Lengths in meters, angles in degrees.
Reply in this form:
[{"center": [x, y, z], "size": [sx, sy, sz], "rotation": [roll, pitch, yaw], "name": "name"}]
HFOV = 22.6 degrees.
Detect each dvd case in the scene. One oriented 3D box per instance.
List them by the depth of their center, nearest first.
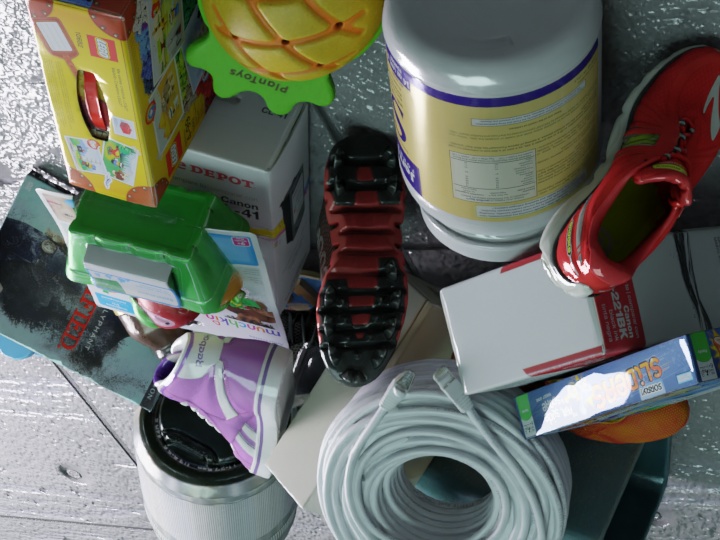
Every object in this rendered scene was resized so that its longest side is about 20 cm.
[{"center": [-0.246, 0.020, 1.644], "size": [0.199, 0.147, 0.022], "rotation": [28, -173, -8], "name": "dvd case"}]

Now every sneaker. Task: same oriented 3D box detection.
[{"center": [0.200, -0.063, 1.190], "size": [0.077, 0.201, 0.085], "rotation": [36, 166, -15], "name": "sneaker"}, {"center": [0.000, 0.000, 1.420], "size": [0.070, 0.202, 0.098], "rotation": [2, 160, -3], "name": "sneaker"}, {"center": [0.167, 0.102, 1.430], "size": [0.198, 0.077, 0.074], "rotation": [12, 103, -7], "name": "sneaker"}, {"center": [-0.115, 0.105, 1.518], "size": [0.113, 0.073, 0.201], "rotation": [12, 149, 5], "name": "sneaker"}, {"center": [-0.063, 0.059, 1.562], "size": [0.114, 0.077, 0.199], "rotation": [34, 144, -28], "name": "sneaker"}]

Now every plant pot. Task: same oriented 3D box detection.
[{"center": [0.147, 0.180, 1.570], "size": [0.198, 0.197, 0.197], "rotation": [17, 146, 19], "name": "plant pot"}]

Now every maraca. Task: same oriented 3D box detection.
[{"center": [-0.052, -0.181, 1.260], "size": [0.136, 0.108, 0.200], "rotation": [19, 141, -8], "name": "maraca"}]

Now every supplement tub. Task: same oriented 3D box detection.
[{"center": [0.093, -0.116, 1.232], "size": [0.144, 0.146, 0.201], "rotation": [12, 144, 16], "name": "supplement tub"}]

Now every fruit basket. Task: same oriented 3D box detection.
[{"center": [-0.156, 0.008, 1.448], "size": [0.184, 0.094, 0.201], "rotation": [14, 148, 13], "name": "fruit basket"}]

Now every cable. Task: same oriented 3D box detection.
[{"center": [0.064, 0.165, 1.399], "size": [0.200, 0.069, 0.200], "rotation": [42, 122, -12], "name": "cable"}]

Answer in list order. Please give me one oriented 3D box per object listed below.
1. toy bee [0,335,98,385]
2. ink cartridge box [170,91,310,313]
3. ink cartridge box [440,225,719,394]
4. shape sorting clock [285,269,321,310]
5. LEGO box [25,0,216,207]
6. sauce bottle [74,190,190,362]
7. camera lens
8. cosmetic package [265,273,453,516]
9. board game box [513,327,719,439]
[{"center": [-0.300, 0.033, 1.723], "size": [0.198, 0.110, 0.131], "rotation": [13, -176, -4], "name": "toy bee"}, {"center": [-0.121, -0.066, 1.485], "size": [0.146, 0.086, 0.201], "rotation": [16, 147, 12], "name": "ink cartridge box"}, {"center": [0.182, 0.027, 1.330], "size": [0.199, 0.085, 0.144], "rotation": [-7, 170, -43], "name": "ink cartridge box"}, {"center": [-0.037, 0.061, 1.646], "size": [0.198, 0.039, 0.201], "rotation": [16, 145, 12], "name": "shape sorting clock"}, {"center": [-0.164, -0.171, 1.308], "size": [0.076, 0.150, 0.201], "rotation": [15, 146, 13], "name": "LEGO box"}, {"center": [-0.195, 0.016, 1.604], "size": [0.064, 0.065, 0.201], "rotation": [-16, 109, 44], "name": "sauce bottle"}, {"center": [-0.139, 0.191, 1.775], "size": [0.159, 0.161, 0.201], "rotation": [16, 145, 10], "name": "camera lens"}, {"center": [0.022, 0.108, 1.489], "size": [0.103, 0.201, 0.073], "rotation": [23, -167, -41], "name": "cosmetic package"}, {"center": [0.220, 0.075, 1.286], "size": [0.134, 0.035, 0.200], "rotation": [-9, 169, -32], "name": "board game box"}]
